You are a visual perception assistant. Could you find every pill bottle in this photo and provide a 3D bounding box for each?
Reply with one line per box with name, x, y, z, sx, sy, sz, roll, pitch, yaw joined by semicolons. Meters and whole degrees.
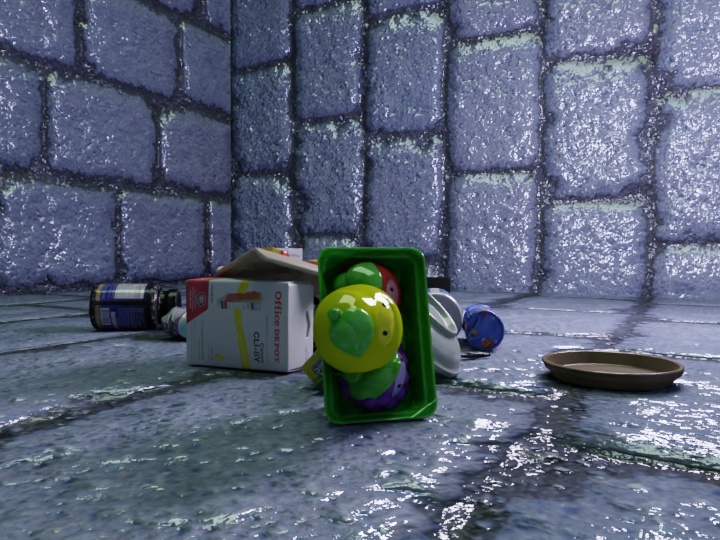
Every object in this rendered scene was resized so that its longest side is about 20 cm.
pill bottle;0.162;0.096;1.308;0.112;0.113;0.200;0;2;7
pill bottle;-0.547;0.088;1.473;0.199;0.112;0.112;1;2;-7

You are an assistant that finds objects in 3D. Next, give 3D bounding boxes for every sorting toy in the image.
sorting toy;-0.132;0.002;1.043;0.184;0.037;0.200;17;-17;-30

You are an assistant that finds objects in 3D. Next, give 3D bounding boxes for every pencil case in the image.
pencil case;0.251;0.113;1.258;0.087;0.078;0.200;30;5;6

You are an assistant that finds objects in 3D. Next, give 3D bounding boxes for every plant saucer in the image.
plant saucer;0.098;0.074;0.943;0.050;0.200;0.200;-44;-11;14
plant saucer;0.378;0.150;0.913;0.199;0.030;0.200;1;2;0

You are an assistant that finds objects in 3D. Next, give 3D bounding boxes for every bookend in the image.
bookend;0.242;0.070;2.545;0.199;0.093;0.198;0;1;-33

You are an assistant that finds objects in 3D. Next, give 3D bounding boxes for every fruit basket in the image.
fruit basket;0.013;0.067;0.678;0.155;0.217;0.216;0;2;-16

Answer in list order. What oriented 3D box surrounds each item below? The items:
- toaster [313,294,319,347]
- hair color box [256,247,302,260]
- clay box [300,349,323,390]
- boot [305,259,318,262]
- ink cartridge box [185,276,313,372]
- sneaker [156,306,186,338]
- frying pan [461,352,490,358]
toaster;-0.005;0.094;1.200;0.180;0.119;0.200;2;3;37
hair color box;-0.206;0.044;1.504;0.111;0.201;0.064;0;2;-37
clay box;-0.010;0.108;0.885;0.048;0.115;0.200;46;14;14
boot;0.000;0.000;1.201;0.199;0.072;0.154;-7;4;-31
ink cartridge box;-0.185;0.086;1.001;0.199;0.146;0.083;1;1;22
sneaker;-0.380;0.108;1.382;0.139;0.078;0.200;2;2;24
frying pan;0.140;0.147;1.045;0.189;0.031;0.115;-2;3;3
